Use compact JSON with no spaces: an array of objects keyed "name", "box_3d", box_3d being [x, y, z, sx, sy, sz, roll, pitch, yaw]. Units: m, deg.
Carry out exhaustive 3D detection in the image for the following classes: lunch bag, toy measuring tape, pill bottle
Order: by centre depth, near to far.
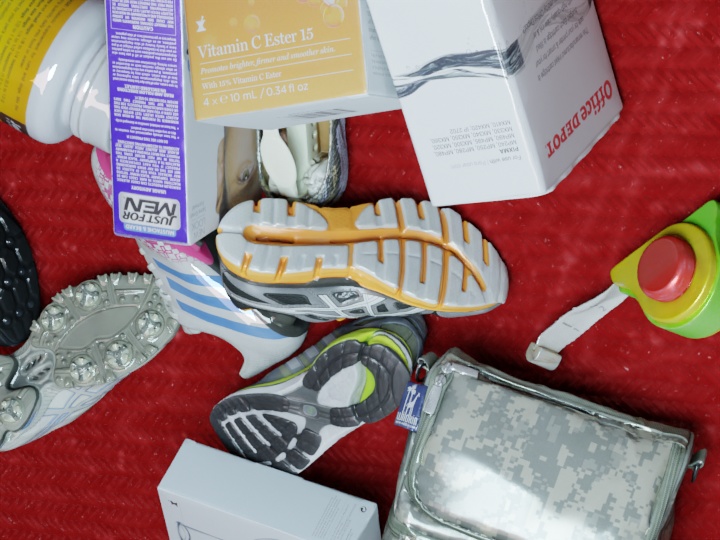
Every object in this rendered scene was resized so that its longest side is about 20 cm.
[{"name":"toy measuring tape","box_3d":[0.185,0.028,1.583,0.074,0.074,0.200,48,123,-3]},{"name":"lunch bag","box_3d":[0.114,0.154,1.642,0.199,0.139,0.169,18,109,8]},{"name":"pill bottle","box_3d":[-0.235,-0.159,1.677,0.199,0.109,0.110,28,124,11]}]

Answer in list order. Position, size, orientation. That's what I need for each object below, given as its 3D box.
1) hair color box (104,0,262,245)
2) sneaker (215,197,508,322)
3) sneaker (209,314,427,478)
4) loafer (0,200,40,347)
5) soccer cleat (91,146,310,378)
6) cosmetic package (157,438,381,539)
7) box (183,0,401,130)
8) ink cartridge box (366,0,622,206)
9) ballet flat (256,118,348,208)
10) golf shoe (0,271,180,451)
[{"name":"hair color box","box_3d":[-0.114,-0.129,1.619,0.064,0.109,0.202,10,112,23]},{"name":"sneaker","box_3d":[0.000,0.000,1.647,0.198,0.079,0.077,9,145,-5]},{"name":"sneaker","box_3d":[-0.024,0.084,1.715,0.199,0.081,0.074,-26,101,39]},{"name":"loafer","box_3d":[-0.297,-0.036,1.803,0.070,0.068,0.202,-7,114,48]},{"name":"soccer cleat","box_3d":[-0.124,-0.005,1.725,0.200,0.070,0.086,44,125,0]},{"name":"cosmetic package","box_3d":[-0.058,0.216,1.775,0.150,0.052,0.201,19,145,20]},{"name":"box","box_3d":[-0.036,-0.195,1.521,0.124,0.097,0.202,-7,87,28]},{"name":"ink cartridge box","box_3d":[0.076,-0.158,1.499,0.084,0.145,0.201,-7,111,31]},{"name":"ballet flat","box_3d":[-0.043,-0.124,1.624,0.072,0.072,0.202,8,118,23]},{"name":"golf shoe","box_3d":[-0.209,0.067,1.810,0.199,0.097,0.079,-29,74,11]}]
